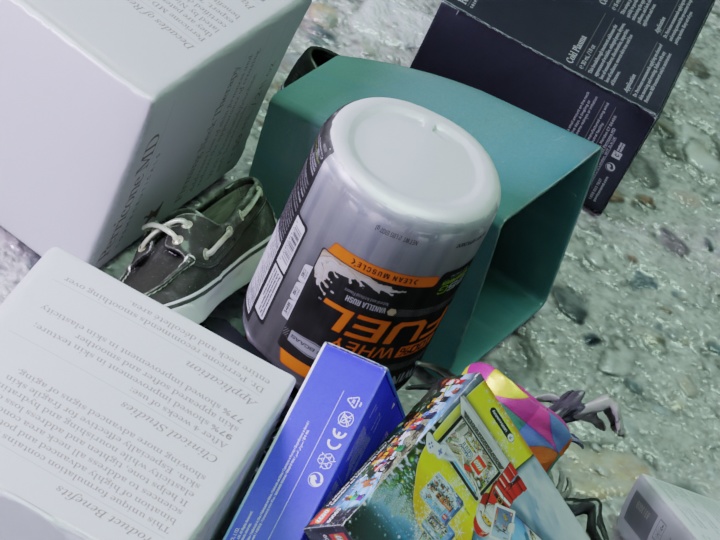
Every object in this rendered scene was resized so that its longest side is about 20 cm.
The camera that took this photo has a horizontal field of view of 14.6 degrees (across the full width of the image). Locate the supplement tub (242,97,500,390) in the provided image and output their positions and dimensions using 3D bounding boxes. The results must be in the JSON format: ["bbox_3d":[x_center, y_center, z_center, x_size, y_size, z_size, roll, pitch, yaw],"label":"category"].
[{"bbox_3d":[0.000,0.000,1.780,0.122,0.200,0.123,15,39,-13],"label":"supplement tub"}]

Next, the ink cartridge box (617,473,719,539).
[{"bbox_3d":[0.277,0.204,1.785,0.200,0.047,0.160,22,10,-16],"label":"ink cartridge box"}]

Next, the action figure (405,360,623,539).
[{"bbox_3d":[0.113,0.132,1.769,0.102,0.119,0.200,-22,68,-30],"label":"action figure"}]

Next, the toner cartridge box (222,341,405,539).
[{"bbox_3d":[-0.040,0.149,1.588,0.043,0.095,0.200,23,73,15],"label":"toner cartridge box"}]

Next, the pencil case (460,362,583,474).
[{"bbox_3d":[0.046,0.150,1.661,0.088,0.088,0.200,35,77,10],"label":"pencil case"}]

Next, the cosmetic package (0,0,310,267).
[{"bbox_3d":[-0.170,-0.135,1.850,0.166,0.168,0.200,36,40,11],"label":"cosmetic package"}]

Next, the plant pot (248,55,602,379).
[{"bbox_3d":[0.032,-0.053,1.914,0.200,0.142,0.141,32,38,19],"label":"plant pot"}]

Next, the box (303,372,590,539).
[{"bbox_3d":[0.070,0.178,1.586,0.137,0.038,0.200,-45,110,-34],"label":"box"}]

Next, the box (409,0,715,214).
[{"bbox_3d":[0.150,-0.170,2.140,0.182,0.104,0.200,30,38,2],"label":"box"}]

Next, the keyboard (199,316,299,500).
[{"bbox_3d":[-0.080,0.092,1.704,0.104,0.040,0.200,-32,44,-18],"label":"keyboard"}]

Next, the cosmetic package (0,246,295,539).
[{"bbox_3d":[-0.166,0.129,1.563,0.167,0.167,0.200,30,37,4],"label":"cosmetic package"}]

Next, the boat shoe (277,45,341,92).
[{"bbox_3d":[0.036,-0.100,2.031,0.200,0.057,0.069,24,38,-4],"label":"boat shoe"}]

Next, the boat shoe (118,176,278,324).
[{"bbox_3d":[-0.119,-0.006,1.811,0.071,0.064,0.200,-5,18,30],"label":"boat shoe"}]
